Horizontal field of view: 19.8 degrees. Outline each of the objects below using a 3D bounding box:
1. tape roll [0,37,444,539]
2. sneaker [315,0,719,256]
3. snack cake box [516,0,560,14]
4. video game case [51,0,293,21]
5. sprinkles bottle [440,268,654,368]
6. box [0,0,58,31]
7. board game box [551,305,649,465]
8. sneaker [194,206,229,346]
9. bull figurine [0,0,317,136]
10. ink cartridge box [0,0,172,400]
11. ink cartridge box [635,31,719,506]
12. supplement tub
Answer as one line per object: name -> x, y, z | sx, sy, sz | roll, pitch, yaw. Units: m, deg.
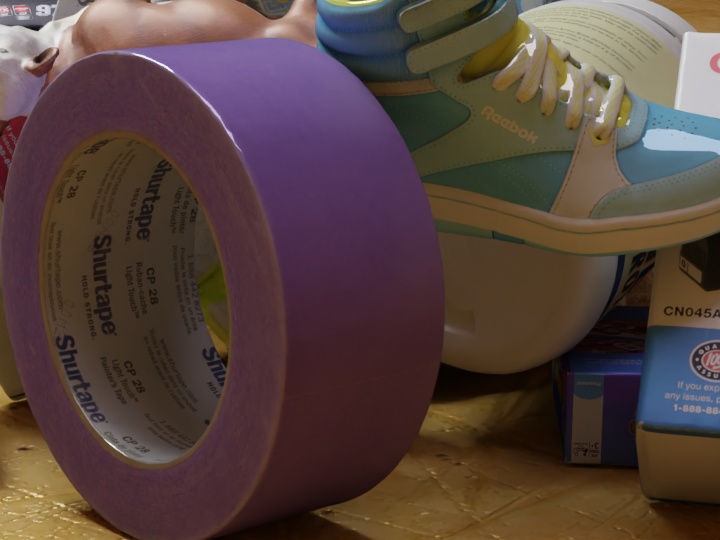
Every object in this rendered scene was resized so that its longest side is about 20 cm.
tape roll -> -0.062, 0.007, 0.853 | 0.085, 0.202, 0.199 | -9, 16, -41
sneaker -> 0.069, -0.081, 0.845 | 0.198, 0.131, 0.080 | 4, 34, 9
snack cake box -> 0.101, -0.089, 1.286 | 0.067, 0.202, 0.115 | 7, 14, 23
video game case -> -0.067, -0.138, 1.137 | 0.199, 0.182, 0.023 | 26, 57, -4
sprinkles bottle -> 0.086, 0.016, 1.121 | 0.199, 0.069, 0.068 | -6, 14, -27
box -> -0.173, -0.091, 1.302 | 0.158, 0.201, 0.046 | -5, 46, -23
board game box -> 0.195, 0.056, 1.009 | 0.198, 0.045, 0.135 | 2, 13, 3
sneaker -> -0.055, -0.003, 1.030 | 0.076, 0.201, 0.105 | -36, -6, 1
bull figurine -> -0.085, -0.105, 0.966 | 0.198, 0.065, 0.122 | 8, 51, 0
ink cartridge box -> -0.128, -0.049, 1.067 | 0.082, 0.146, 0.200 | -17, 16, 43
ink cartridge box -> 0.203, 0.000, 0.903 | 0.143, 0.201, 0.084 | 4, -28, 14
supplement tub -> 0.093, -0.051, 1.026 | 0.144, 0.146, 0.200 | 8, 27, 29
